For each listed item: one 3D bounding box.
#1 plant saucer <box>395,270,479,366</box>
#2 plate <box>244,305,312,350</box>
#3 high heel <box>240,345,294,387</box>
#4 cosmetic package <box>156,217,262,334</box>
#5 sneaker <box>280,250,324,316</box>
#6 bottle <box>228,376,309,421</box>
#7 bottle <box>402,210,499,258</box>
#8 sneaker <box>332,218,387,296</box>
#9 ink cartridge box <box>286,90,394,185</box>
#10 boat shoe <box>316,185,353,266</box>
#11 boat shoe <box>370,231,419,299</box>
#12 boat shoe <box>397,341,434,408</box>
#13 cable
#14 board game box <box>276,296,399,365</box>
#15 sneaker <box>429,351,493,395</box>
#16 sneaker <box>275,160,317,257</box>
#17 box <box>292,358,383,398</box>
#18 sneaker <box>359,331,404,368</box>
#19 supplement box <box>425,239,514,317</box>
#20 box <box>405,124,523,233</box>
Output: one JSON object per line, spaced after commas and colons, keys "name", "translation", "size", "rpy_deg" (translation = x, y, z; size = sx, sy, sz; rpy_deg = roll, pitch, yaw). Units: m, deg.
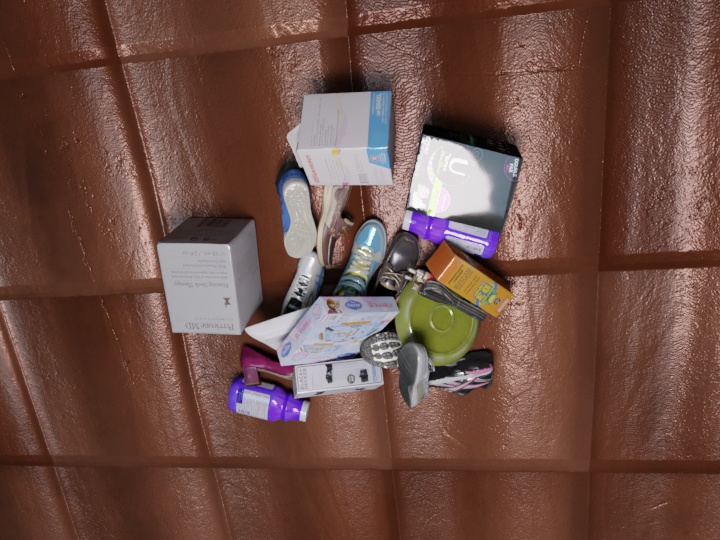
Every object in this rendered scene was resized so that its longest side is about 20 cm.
{"name": "plant saucer", "translation": [0.170, 0.101, 1.273], "size": [0.193, 0.031, 0.208], "rpy_deg": [1, 87, -13]}
{"name": "plate", "translation": [-0.127, 0.143, 1.323], "size": [0.194, 0.033, 0.200], "rpy_deg": [-18, 152, 15]}
{"name": "high heel", "translation": [-0.189, 0.212, 1.423], "size": [0.193, 0.068, 0.099], "rpy_deg": [-7, 71, -9]}
{"name": "cosmetic package", "translation": [-0.319, 0.008, 1.298], "size": [0.161, 0.167, 0.207], "rpy_deg": [1, 113, 9]}
{"name": "sneaker", "translation": [-0.131, 0.051, 1.336], "size": [0.070, 0.073, 0.205], "rpy_deg": [21, 112, 2]}
{"name": "bottle", "translation": [-0.221, 0.320, 1.452], "size": [0.193, 0.066, 0.086], "rpy_deg": [12, 114, 4]}
{"name": "bottle", "translation": [0.184, -0.082, 1.224], "size": [0.194, 0.084, 0.067], "rpy_deg": [16, 79, 7]}
{"name": "sneaker", "translation": [0.000, 0.000, 1.261], "size": [0.077, 0.131, 0.205], "rpy_deg": [19, 113, 2]}
{"name": "ink cartridge box", "translation": [-0.034, -0.251, 1.144], "size": [0.192, 0.129, 0.130], "rpy_deg": [1, 68, 9]}
{"name": "boat shoe", "translation": [-0.049, -0.103, 1.264], "size": [0.069, 0.072, 0.207], "rpy_deg": [11, 107, 6]}
{"name": "boat shoe", "translation": [0.073, 0.015, 1.270], "size": [0.072, 0.074, 0.204], "rpy_deg": [20, 125, 1]}
{"name": "boat shoe", "translation": [0.120, 0.214, 1.250], "size": [0.063, 0.075, 0.206], "rpy_deg": [-21, 139, -17]}
{"name": "cable", "translation": [0.186, 0.046, 1.216], "size": [0.195, 0.097, 0.052], "rpy_deg": [21, 78, -13]}
{"name": "board game box", "translation": [-0.048, 0.126, 1.246], "size": [0.195, 0.042, 0.200], "rpy_deg": [2, 142, -40]}
{"name": "sneaker", "translation": [0.210, 0.250, 1.357], "size": [0.193, 0.081, 0.088], "rpy_deg": [-7, 122, 19]}
{"name": "sneaker", "translation": [-0.136, -0.133, 1.260], "size": [0.074, 0.113, 0.204], "rpy_deg": [-8, 134, -6]}
{"name": "box", "translation": [-0.054, 0.241, 1.337], "size": [0.193, 0.117, 0.062], "rpy_deg": [-5, 74, -10]}
{"name": "sneaker", "translation": [0.090, 0.164, 1.315], "size": [0.193, 0.089, 0.080], "rpy_deg": [-9, 89, -10]}
{"name": "supplement box", "translation": [0.227, 0.019, 1.222], "size": [0.197, 0.069, 0.067], "rpy_deg": [28, 108, -34]}
{"name": "box", "translation": [0.198, -0.181, 1.160], "size": [0.193, 0.125, 0.153], "rpy_deg": [14, 113, 3]}
